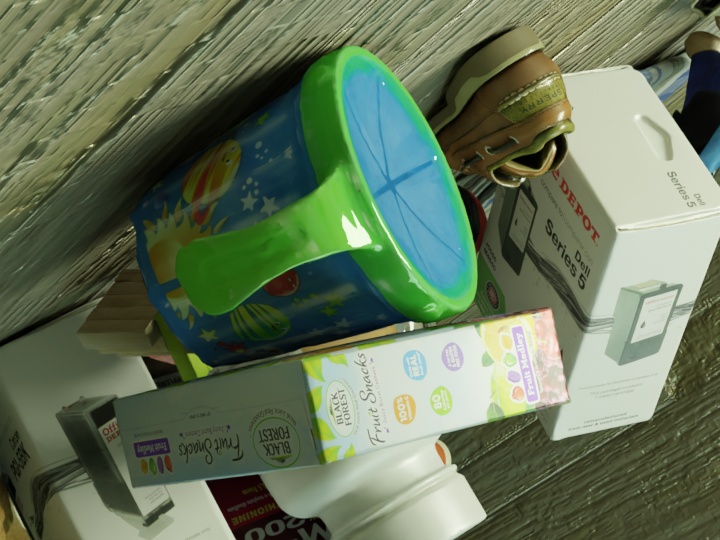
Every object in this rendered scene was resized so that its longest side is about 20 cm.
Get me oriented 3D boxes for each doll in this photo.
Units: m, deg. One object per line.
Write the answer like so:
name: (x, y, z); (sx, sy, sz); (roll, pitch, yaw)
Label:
doll: (0.233, -0.091, 1.291); (0.136, 0.048, 0.200); (-46, -163, 54)

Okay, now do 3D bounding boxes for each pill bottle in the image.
pill bottle: (-0.015, 0.082, 1.086); (0.114, 0.200, 0.114); (-31, 171, -5)

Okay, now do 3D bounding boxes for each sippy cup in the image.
sippy cup: (-0.032, -0.020, 0.881); (0.130, 0.140, 0.178); (-24, 149, 19)

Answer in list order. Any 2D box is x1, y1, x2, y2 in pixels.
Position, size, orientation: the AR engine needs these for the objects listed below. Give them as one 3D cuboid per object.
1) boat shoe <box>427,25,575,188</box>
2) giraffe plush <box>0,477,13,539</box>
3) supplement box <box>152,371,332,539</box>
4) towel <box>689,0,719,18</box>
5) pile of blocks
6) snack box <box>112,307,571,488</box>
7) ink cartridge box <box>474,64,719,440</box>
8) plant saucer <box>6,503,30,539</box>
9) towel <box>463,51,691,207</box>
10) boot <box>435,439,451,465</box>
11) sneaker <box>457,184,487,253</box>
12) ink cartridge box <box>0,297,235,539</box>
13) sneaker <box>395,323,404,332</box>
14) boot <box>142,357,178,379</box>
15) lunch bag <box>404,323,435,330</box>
boat shoe: (0.085, -0.079, 1.108); (0.072, 0.068, 0.200); (-33, 173, -4)
giraffe plush: (-0.258, 0.166, 1.062); (0.200, 0.173, 0.162); (-26, -179, 20)
supplement box: (-0.055, 0.147, 1.152); (0.109, 0.200, 0.061); (-16, 147, -35)
towel: (0.322, -0.233, 1.225); (0.193, 0.035, 0.200); (-33, 174, 29)
pile of blocks: (-0.047, 0.023, 0.997); (0.200, 0.062, 0.082); (-17, -149, 8)
snack box: (-0.015, 0.064, 0.907); (0.142, 0.053, 0.200); (-12, 178, -33)
ink cartridge box: (0.150, -0.011, 1.213); (0.084, 0.146, 0.200); (-10, 138, -19)
plant saucer: (-0.189, 0.173, 1.398); (0.200, 0.035, 0.200); (-5, 132, -6)
towel: (0.172, -0.112, 1.388); (0.200, 0.024, 0.147); (-26, 167, -46)
boot: (-0.007, 0.202, 1.435); (0.200, 0.075, 0.107); (-48, 159, 16)
sneaker: (0.000, 0.000, 1.256); (0.200, 0.071, 0.098); (-33, 172, -7)
ink cartridge box: (-0.148, 0.136, 1.083); (0.083, 0.200, 0.147); (-25, 169, -22)
sneaker: (-0.011, 0.075, 1.314); (0.073, 0.200, 0.085); (13, 177, -2)
boot: (-0.164, 0.103, 1.249); (0.097, 0.075, 0.200); (-12, 143, -39)
lunch bag: (-0.041, 0.090, 1.447); (0.200, 0.139, 0.168); (-28, 154, -27)
